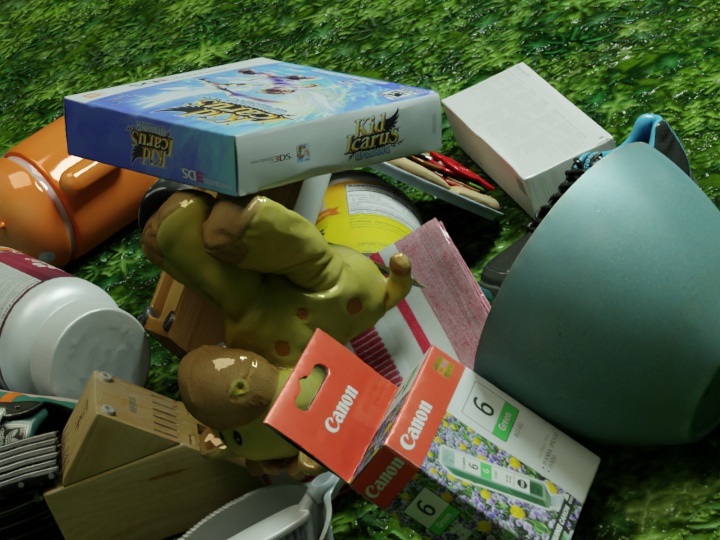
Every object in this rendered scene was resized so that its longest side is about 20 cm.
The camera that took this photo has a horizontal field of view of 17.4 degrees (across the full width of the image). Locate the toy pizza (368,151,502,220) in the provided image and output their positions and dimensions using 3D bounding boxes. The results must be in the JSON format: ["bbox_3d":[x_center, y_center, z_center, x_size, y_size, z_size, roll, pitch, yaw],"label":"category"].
[{"bbox_3d":[0.026,-0.093,1.881,0.200,0.199,0.032,30,97,57],"label":"toy pizza"}]

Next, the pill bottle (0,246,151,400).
[{"bbox_3d":[-0.254,0.052,1.881,0.109,0.110,0.200,-35,30,-24],"label":"pill bottle"}]

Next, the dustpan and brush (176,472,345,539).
[{"bbox_3d":[-0.044,0.169,1.571,0.199,0.057,0.139,-30,28,-19],"label":"dustpan and brush"}]

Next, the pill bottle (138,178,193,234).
[{"bbox_3d":[-0.091,-0.079,1.997,0.111,0.112,0.200,2,35,37],"label":"pill bottle"}]

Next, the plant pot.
[{"bbox_3d":[0.187,0.037,1.538,0.135,0.201,0.200,35,55,23],"label":"plant pot"}]

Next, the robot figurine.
[{"bbox_3d":[-0.261,-0.073,2.110,0.200,0.117,0.144,-36,41,-27],"label":"robot figurine"}]

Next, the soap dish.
[{"bbox_3d":[-0.095,-0.018,1.787,0.157,0.081,0.201,-171,101,-76],"label":"soap dish"}]

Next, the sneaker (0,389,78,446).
[{"bbox_3d":[-0.270,0.118,1.726,0.199,0.072,0.080,3,0,-19],"label":"sneaker"}]

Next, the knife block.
[{"bbox_3d":[-0.180,0.170,1.686,0.199,0.176,0.064,21,23,-17],"label":"knife block"}]

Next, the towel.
[{"bbox_3d":[0.002,0.069,1.651,0.199,0.023,0.145,-29,69,-1],"label":"towel"}]

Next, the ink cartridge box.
[{"bbox_3d":[0.047,0.109,1.483,0.050,0.200,0.109,-52,5,39],"label":"ink cartridge box"}]

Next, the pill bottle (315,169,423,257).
[{"bbox_3d":[0.000,0.000,1.793,0.109,0.110,0.200,-18,27,6],"label":"pill bottle"}]

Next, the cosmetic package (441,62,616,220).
[{"bbox_3d":[0.141,-0.106,1.948,0.082,0.051,0.200,-27,28,-6],"label":"cosmetic package"}]

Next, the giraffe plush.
[{"bbox_3d":[-0.065,0.052,1.592,0.172,0.199,0.163,159,129,-73],"label":"giraffe plush"}]

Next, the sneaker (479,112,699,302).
[{"bbox_3d":[0.164,-0.045,1.788,0.200,0.082,0.073,-34,31,-20],"label":"sneaker"}]

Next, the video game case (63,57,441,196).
[{"bbox_3d":[-0.076,-0.103,1.628,0.181,0.046,0.199,-17,21,-38],"label":"video game case"}]
